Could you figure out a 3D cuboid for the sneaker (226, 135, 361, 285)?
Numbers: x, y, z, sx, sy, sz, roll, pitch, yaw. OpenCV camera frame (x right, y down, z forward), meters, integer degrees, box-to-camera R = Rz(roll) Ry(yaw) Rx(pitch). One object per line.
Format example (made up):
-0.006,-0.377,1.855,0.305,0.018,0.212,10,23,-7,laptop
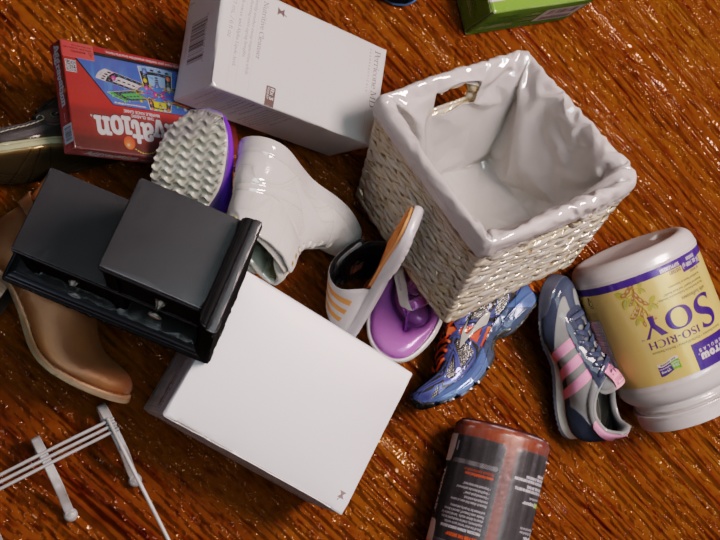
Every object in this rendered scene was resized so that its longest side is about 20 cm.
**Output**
-0.070,-0.032,0.969,0.200,0.073,0.116,41,55,-51,sneaker

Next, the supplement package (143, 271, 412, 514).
-0.081,0.119,0.974,0.200,0.111,0.156,33,74,-16,supplement package

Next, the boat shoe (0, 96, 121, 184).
-0.282,-0.131,0.940,0.200,0.073,0.065,-15,76,-39,boat shoe

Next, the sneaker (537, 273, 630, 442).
0.254,0.097,1.101,0.070,0.082,0.201,-31,112,-42,sneaker

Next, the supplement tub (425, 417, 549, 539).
0.128,0.264,1.044,0.107,0.107,0.201,20,78,-18,supplement tub

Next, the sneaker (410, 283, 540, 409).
0.112,0.071,1.083,0.078,0.075,0.200,42,64,-3,sneaker

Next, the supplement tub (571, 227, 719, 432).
0.340,0.066,1.125,0.145,0.145,0.201,-24,94,-22,supplement tub

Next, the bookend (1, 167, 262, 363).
-0.193,-0.013,0.801,0.198,0.200,0.092,23,75,-6,bookend

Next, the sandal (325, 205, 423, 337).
0.003,-0.006,0.984,0.059,0.207,0.079,27,49,-2,sandal

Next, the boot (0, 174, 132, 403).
-0.260,0.016,0.922,0.200,0.074,0.155,39,81,-13,boot

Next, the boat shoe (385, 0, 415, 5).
-0.006,-0.371,1.072,0.199,0.069,0.084,26,76,-17,boat shoe

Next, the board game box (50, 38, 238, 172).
-0.199,-0.153,0.947,0.200,0.019,0.103,0,77,-50,board game box

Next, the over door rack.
-0.256,0.244,0.908,0.147,0.067,0.200,-26,74,-21,over door rack

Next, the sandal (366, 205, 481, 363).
0.066,0.003,1.061,0.082,0.050,0.203,24,68,15,sandal

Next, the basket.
0.129,-0.084,1.006,0.198,0.161,0.200,-23,63,-26,basket

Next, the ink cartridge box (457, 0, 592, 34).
0.175,-0.390,1.143,0.147,0.076,0.201,-13,89,-21,ink cartridge box

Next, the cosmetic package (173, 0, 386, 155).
-0.077,-0.198,0.995,0.199,0.081,0.113,12,80,-36,cosmetic package

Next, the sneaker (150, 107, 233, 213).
-0.155,-0.062,0.959,0.069,0.100,0.201,14,107,10,sneaker
